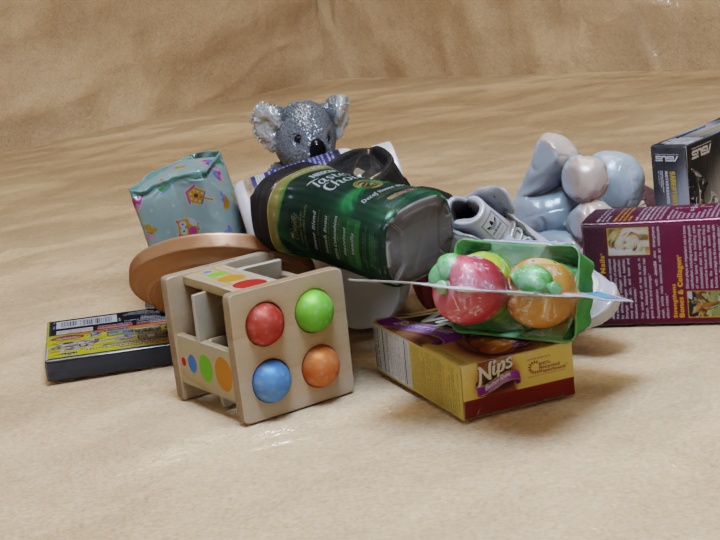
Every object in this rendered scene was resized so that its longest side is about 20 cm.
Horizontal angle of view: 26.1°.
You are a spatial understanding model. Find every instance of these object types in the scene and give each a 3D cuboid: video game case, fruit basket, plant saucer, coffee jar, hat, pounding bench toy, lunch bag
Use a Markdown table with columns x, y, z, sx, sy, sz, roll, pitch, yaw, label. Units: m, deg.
| x | y | z | sx | sy | sz | roll | pitch | yaw | label |
| --- | --- | --- | --- | --- | --- | --- | --- | --- | --- |
| -0.252 | 0.077 | 1.742 | 0.199 | 0.026 | 0.181 | -8 | 12 | -9 | video game case |
| 0.119 | 0.010 | 1.378 | 0.184 | 0.094 | 0.200 | 4 | -5 | 36 | fruit basket |
| -0.147 | 0.014 | 1.657 | 0.199 | 0.033 | 0.200 | -2 | -22 | -1 | plant saucer |
| -0.013 | -0.049 | 1.529 | 0.199 | 0.086 | 0.104 | 15 | 30 | 41 | coffee jar |
| 0.004 | -0.088 | 1.678 | 0.199 | 0.081 | 0.201 | -14 | 16 | 4 | hat |
| -0.065 | 0.054 | 1.517 | 0.199 | 0.125 | 0.156 | -15 | 15 | -32 | pounding bench toy |
| -0.203 | -0.055 | 1.953 | 0.121 | 0.171 | 0.200 | -17 | 12 | 7 | lunch bag |

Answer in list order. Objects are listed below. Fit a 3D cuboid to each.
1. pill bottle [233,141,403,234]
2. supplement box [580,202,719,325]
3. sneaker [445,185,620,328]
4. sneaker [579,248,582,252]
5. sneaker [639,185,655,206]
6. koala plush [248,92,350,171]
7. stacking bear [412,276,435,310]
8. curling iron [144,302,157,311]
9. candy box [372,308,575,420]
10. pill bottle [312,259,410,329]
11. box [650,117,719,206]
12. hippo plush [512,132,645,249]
| x | y | z | sx | sy | sz | roll | pitch | yaw | label |
| --- | --- | --- | --- | --- | --- | --- | --- | --- | --- |
| -0.044 | -0.082 | 1.888 | 0.199 | 0.116 | 0.116 | -19 | 13 | -2 | pill bottle |
| 0.336 | -0.008 | 1.609 | 0.199 | 0.111 | 0.086 | -2 | 13 | 20 | supplement box |
| 0.157 | -0.014 | 1.521 | 0.199 | 0.115 | 0.075 | 25 | 71 | 34 | sneaker |
| 0.277 | -0.014 | 1.718 | 0.199 | 0.089 | 0.081 | -6 | 14 | 9 | sneaker |
| 0.388 | -0.064 | 1.942 | 0.115 | 0.076 | 0.200 | -2 | 23 | -3 | sneaker |
| -0.081 | -0.156 | 2.273 | 0.176 | 0.201 | 0.184 | -11 | 13 | -15 | koala plush |
| 0.155 | 0.007 | 1.650 | 0.200 | 0.114 | 0.122 | 25 | 72 | 46 | stacking bear |
| -0.149 | 0.036 | 1.777 | 0.199 | 0.026 | 0.050 | -5 | -10 | 7 | curling iron |
| 0.103 | 0.081 | 1.467 | 0.116 | 0.057 | 0.200 | -11 | 15 | -20 | candy box |
| 0.000 | 0.000 | 1.747 | 0.112 | 0.114 | 0.200 | -6 | 13 | 2 | pill bottle |
| 0.410 | -0.088 | 1.805 | 0.048 | 0.159 | 0.200 | 3 | 16 | 40 | box |
| 0.268 | -0.063 | 1.852 | 0.160 | 0.200 | 0.160 | -4 | 52 | -40 | hippo plush |
